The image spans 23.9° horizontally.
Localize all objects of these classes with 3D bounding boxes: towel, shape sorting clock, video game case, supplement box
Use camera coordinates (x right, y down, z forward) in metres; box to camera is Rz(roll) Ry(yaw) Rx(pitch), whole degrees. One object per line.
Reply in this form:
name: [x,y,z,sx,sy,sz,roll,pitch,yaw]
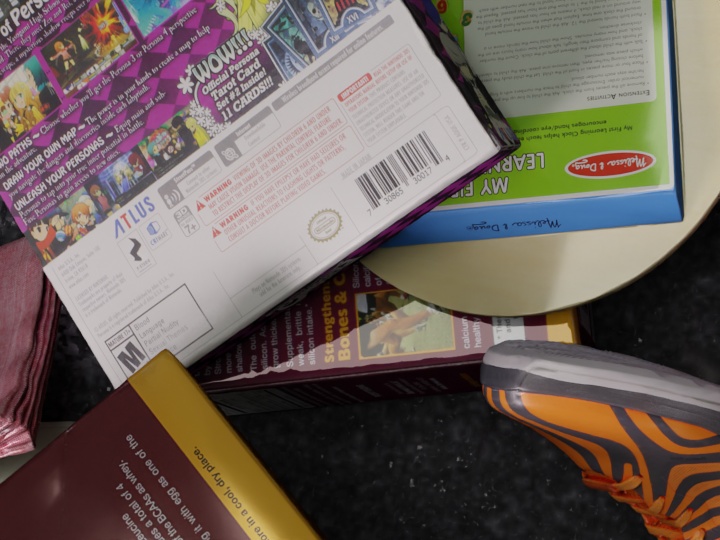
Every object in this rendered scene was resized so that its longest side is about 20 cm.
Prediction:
towel: [-0.238,0.051,0.816,0.199,0.023,0.144,-16,39,12]
shape sorting clock: [0.063,-0.080,0.700,0.199,0.039,0.201,-4,78,20]
video game case: [-0.063,-0.071,0.693,0.200,0.036,0.182,-35,83,22]
supplement box: [-0.080,0.181,0.660,0.200,0.133,0.197,-39,68,-6]
supplement box: [0.000,0.000,0.766,0.199,0.086,0.111,-7,77,13]

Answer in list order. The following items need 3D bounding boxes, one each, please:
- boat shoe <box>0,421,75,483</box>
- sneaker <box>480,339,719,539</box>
boat shoe: [-0.157,0.115,0.811,0.199,0.073,0.062,7,124,10]
sneaker: [0.127,0.099,0.679,0.199,0.078,0.113,19,90,-20]
